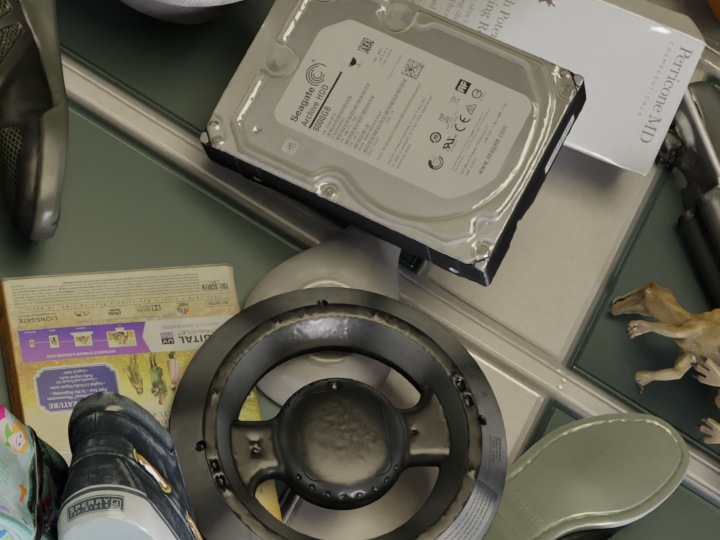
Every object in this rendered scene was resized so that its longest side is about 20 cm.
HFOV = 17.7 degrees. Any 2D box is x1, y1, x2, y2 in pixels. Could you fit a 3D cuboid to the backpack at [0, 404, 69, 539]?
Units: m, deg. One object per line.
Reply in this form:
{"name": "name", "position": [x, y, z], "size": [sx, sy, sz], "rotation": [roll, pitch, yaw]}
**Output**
{"name": "backpack", "position": [-0.245, 0.134, 1.177], "size": [0.177, 0.200, 0.151], "rotation": [-10, 63, 5]}

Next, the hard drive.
{"name": "hard drive", "position": [0.020, -0.093, 1.406], "size": [0.199, 0.038, 0.140], "rotation": [25, 76, 17]}

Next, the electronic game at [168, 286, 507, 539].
{"name": "electronic game", "position": [-0.013, 0.101, 1.342], "size": [0.199, 0.042, 0.201], "rotation": [4, 63, -7]}

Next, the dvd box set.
{"name": "dvd box set", "position": [-0.128, 0.096, 1.349], "size": [0.146, 0.029, 0.201], "rotation": [-5, 68, -22]}

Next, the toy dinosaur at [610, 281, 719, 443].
{"name": "toy dinosaur", "position": [0.237, 0.058, 1.436], "size": [0.199, 0.058, 0.101], "rotation": [29, 41, 20]}

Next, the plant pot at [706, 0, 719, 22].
{"name": "plant pot", "position": [0.280, -0.274, 1.580], "size": [0.199, 0.200, 0.184], "rotation": [-14, 87, -24]}

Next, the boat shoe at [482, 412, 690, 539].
{"name": "boat shoe", "position": [0.110, 0.148, 1.393], "size": [0.199, 0.060, 0.076], "rotation": [-20, 61, -23]}

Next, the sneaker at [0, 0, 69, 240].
{"name": "sneaker", "position": [-0.234, -0.105, 1.380], "size": [0.114, 0.076, 0.200], "rotation": [-4, 65, -19]}

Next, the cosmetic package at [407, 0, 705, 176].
{"name": "cosmetic package", "position": [0.112, -0.147, 1.495], "size": [0.199, 0.102, 0.074], "rotation": [20, 18, -8]}

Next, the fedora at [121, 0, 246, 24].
{"name": "fedora", "position": [-0.128, -0.230, 1.462], "size": [0.199, 0.090, 0.177], "rotation": [31, 59, 5]}

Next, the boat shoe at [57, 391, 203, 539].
{"name": "boat shoe", "position": [-0.110, 0.155, 1.256], "size": [0.070, 0.201, 0.091], "rotation": [-10, 47, 8]}

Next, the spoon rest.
{"name": "spoon rest", "position": [0.000, 0.000, 1.432], "size": [0.099, 0.061, 0.200], "rotation": [33, 74, -1]}

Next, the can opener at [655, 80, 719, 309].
{"name": "can opener", "position": [0.249, -0.036, 1.528], "size": [0.067, 0.053, 0.201], "rotation": [-15, 73, -24]}
